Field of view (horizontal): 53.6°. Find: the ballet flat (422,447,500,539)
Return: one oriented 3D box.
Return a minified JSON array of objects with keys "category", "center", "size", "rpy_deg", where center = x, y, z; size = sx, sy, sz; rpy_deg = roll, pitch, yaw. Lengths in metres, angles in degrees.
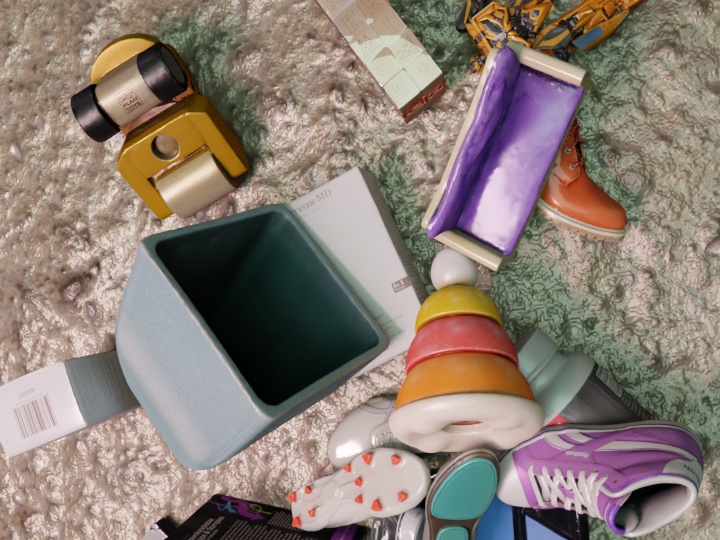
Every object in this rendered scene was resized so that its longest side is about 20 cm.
[{"category":"ballet flat","center":[0.093,0.238,0.724],"size":[0.066,0.064,0.203],"rpy_deg":[3,122,-6]}]

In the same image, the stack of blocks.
[{"category":"stack of blocks","center":[0.011,-0.260,0.769],"size":[0.058,0.115,0.201],"rpy_deg":[-37,85,9]}]

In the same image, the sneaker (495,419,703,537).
[{"category":"sneaker","center":[0.198,0.189,0.633],"size":[0.198,0.114,0.074],"rpy_deg":[-23,97,29]}]

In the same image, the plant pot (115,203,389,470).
[{"category":"plant pot","center":[-0.130,0.085,0.723],"size":[0.197,0.195,0.200],"rpy_deg":[50,126,13]}]

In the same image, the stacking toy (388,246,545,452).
[{"category":"stacking toy","center":[0.097,0.065,0.693],"size":[0.143,0.147,0.203],"rpy_deg":[-6,63,11]}]

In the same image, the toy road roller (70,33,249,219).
[{"category":"toy road roller","center":[-0.226,-0.177,0.832],"size":[0.121,0.147,0.201],"rpy_deg":[-27,123,10]}]

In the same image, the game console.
[{"category":"game console","center":[0.152,0.327,0.756],"size":[0.114,0.176,0.204],"rpy_deg":[-5,91,-17]}]

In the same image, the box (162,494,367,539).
[{"category":"box","center":[-0.102,0.306,0.788],"size":[0.196,0.143,0.037],"rpy_deg":[10,94,11]}]

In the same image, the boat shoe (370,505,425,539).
[{"category":"boat shoe","center":[0.038,0.362,0.807],"size":[0.070,0.072,0.204],"rpy_deg":[6,88,34]}]

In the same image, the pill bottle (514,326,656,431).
[{"category":"pill bottle","center":[0.229,0.157,0.736],"size":[0.200,0.111,0.111],"rpy_deg":[44,98,8]}]

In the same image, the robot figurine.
[{"category":"robot figurine","center":[0.199,-0.278,0.760],"size":[0.198,0.058,0.146],"rpy_deg":[-34,84,9]}]

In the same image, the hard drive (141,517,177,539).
[{"category":"hard drive","center":[-0.213,0.421,0.866],"size":[0.199,0.038,0.140],"rpy_deg":[41,98,9]}]

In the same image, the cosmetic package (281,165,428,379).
[{"category":"cosmetic package","center":[0.000,0.000,0.793],"size":[0.112,0.081,0.203],"rpy_deg":[-28,87,13]}]

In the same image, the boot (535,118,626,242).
[{"category":"boot","center":[0.208,-0.115,0.740],"size":[0.199,0.075,0.108],"rpy_deg":[38,117,8]}]

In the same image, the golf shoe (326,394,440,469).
[{"category":"golf shoe","center":[0.045,0.176,0.781],"size":[0.197,0.097,0.079],"rpy_deg":[-23,88,12]}]

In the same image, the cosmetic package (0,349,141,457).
[{"category":"cosmetic package","center":[-0.299,0.136,0.794],"size":[0.100,0.200,0.075],"rpy_deg":[-22,87,10]}]

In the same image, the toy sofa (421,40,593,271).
[{"category":"toy sofa","center":[0.141,-0.107,0.687],"size":[0.082,0.097,0.203],"rpy_deg":[29,110,21]}]

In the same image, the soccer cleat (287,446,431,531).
[{"category":"soccer cleat","center":[0.005,0.237,0.769],"size":[0.198,0.077,0.070],"rpy_deg":[-29,60,35]}]
